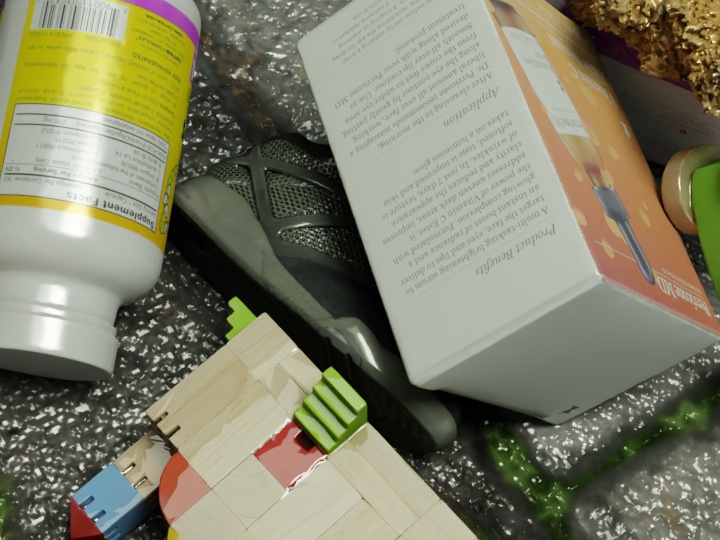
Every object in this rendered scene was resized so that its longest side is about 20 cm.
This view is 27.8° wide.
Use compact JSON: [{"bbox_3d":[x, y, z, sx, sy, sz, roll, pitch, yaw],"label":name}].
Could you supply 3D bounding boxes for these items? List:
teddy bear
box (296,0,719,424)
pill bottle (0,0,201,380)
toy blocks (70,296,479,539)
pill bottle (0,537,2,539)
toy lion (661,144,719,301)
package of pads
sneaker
[{"bbox_3d":[0.176,-0.135,0.743,0.144,0.067,0.200,2,29,-12],"label":"teddy bear"},{"bbox_3d":[0.075,-0.041,0.737,0.106,0.152,0.201,-31,62,24],"label":"box"},{"bbox_3d":[-0.145,-0.050,0.739,0.104,0.104,0.201,9,75,-4],"label":"pill bottle"},{"bbox_3d":[-0.046,0.123,0.683,0.137,0.100,0.200,-40,71,-15],"label":"toy blocks"},{"bbox_3d":[-0.253,0.148,0.608,0.199,0.115,0.115,-30,68,-24],"label":"pill bottle"},{"bbox_3d":[0.273,-0.002,0.780,0.199,0.069,0.193,-23,96,-30],"label":"toy lion"},{"bbox_3d":[0.177,-0.130,0.874,0.199,0.076,0.121,23,55,5],"label":"package of pads"},{"bbox_3d":[0.000,0.000,0.764,0.114,0.076,0.199,-37,66,-20],"label":"sneaker"}]
